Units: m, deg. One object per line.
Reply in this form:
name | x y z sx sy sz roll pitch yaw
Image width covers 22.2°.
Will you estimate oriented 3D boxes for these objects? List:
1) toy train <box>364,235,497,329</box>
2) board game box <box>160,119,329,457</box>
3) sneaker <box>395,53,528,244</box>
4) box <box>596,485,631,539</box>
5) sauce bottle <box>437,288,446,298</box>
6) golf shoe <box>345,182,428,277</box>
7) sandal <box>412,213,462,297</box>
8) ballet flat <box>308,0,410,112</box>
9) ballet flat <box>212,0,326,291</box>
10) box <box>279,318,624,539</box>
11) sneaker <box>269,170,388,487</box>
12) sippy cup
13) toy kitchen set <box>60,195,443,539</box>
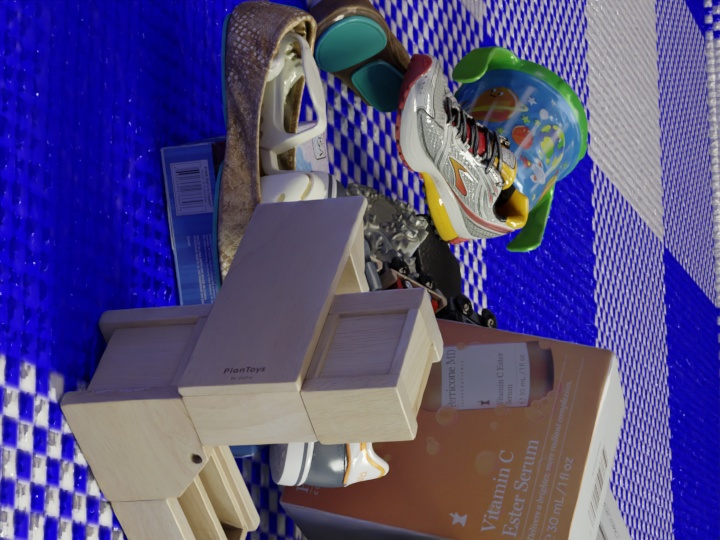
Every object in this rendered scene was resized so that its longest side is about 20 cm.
toy train | 0.029 0.018 1.293 0.199 0.034 0.046 30 40 -37
board game box | -0.064 0.006 1.249 0.199 0.043 0.203 -26 110 -70
sneaker | 0.084 -0.102 1.490 0.201 0.081 0.078 60 36 -47
box | 0.100 0.176 1.436 0.198 0.130 0.202 6 59 -64
sauce bottle | 0.075 0.066 1.545 0.200 0.065 0.067 59 32 -66
golf shoe | 0.000 0.000 1.428 0.098 0.078 0.200 -62 -175 23
sandal | 0.054 0.003 1.598 0.200 0.044 0.076 50 42 -74
ballet flat | -0.004 -0.187 1.449 0.200 0.067 0.073 31 37 -67
ballet flat | -0.054 -0.072 1.142 0.070 0.065 0.203 15 73 -65
box | 0.066 0.124 1.253 0.107 0.198 0.154 64 38 -63
sneaker | -0.012 0.039 1.185 0.078 0.078 0.203 155 -60 -75
sippy cup | 0.130 -0.108 1.719 0.178 0.140 0.131 41 45 -7
toy kitchen set | -0.034 0.079 1.084 0.164 0.198 0.182 -71 149 -47
